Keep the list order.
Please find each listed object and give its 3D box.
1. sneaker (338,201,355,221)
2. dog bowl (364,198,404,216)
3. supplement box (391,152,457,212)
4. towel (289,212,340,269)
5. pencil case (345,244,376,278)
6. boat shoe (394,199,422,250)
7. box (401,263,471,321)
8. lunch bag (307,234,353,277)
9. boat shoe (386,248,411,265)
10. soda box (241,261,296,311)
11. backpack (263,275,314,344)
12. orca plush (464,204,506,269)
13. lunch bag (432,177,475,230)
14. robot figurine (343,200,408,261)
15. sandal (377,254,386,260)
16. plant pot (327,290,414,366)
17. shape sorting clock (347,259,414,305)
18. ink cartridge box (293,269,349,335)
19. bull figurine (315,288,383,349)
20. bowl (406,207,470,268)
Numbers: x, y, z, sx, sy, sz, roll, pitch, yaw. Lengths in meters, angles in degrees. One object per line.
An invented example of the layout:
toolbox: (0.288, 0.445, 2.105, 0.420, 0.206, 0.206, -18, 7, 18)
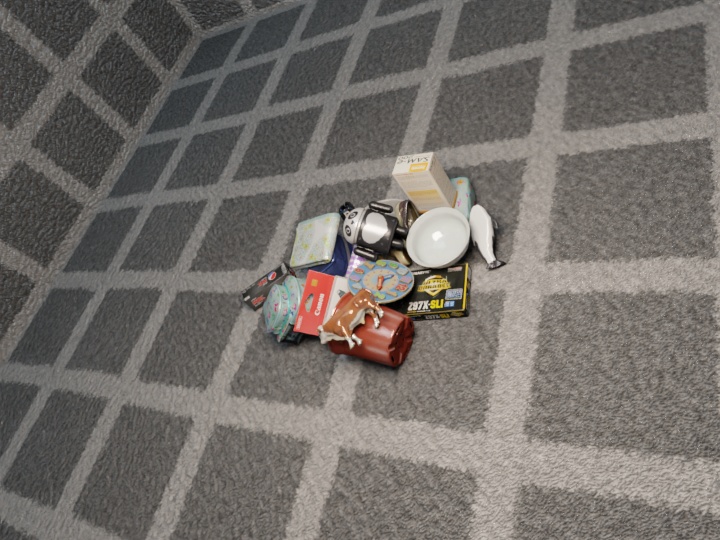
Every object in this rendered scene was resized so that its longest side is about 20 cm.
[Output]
sneaker: (-0.028, -0.165, 1.884, 0.073, 0.112, 0.200, -34, 46, 8)
dog bowl: (0.091, -0.180, 1.800, 0.200, 0.059, 0.200, -10, 31, 6)
supplement box: (0.202, -0.268, 1.644, 0.126, 0.200, 0.074, 1, 59, 35)
towel: (-0.152, -0.095, 1.779, 0.200, 0.048, 0.172, -12, 63, 44)
pencil case: (0.000, 0.000, 1.725, 0.085, 0.084, 0.200, 8, 80, 30)
boat shoe: (0.169, -0.130, 1.694, 0.072, 0.200, 0.065, -18, 0, -22)
box: (0.228, 0.067, 1.597, 0.200, 0.049, 0.160, -7, 57, 28)
lunch bag: (-0.098, -0.040, 1.827, 0.136, 0.132, 0.200, -37, 44, 27)
boat shoe: (0.107, -0.069, 1.761, 0.065, 0.072, 0.200, -40, 40, 9)
soda box: (-0.332, 0.058, 1.942, 0.200, 0.071, 0.063, -34, 45, 6)
backpack: (-0.225, 0.117, 1.731, 0.200, 0.150, 0.178, -53, 37, 29)
orca plush: (0.387, -0.101, 1.603, 0.105, 0.071, 0.200, -38, 65, 27)
lunch bag: (0.291, -0.205, 1.735, 0.160, 0.077, 0.200, -13, 52, 26)
robot figurine: (0.045, -0.122, 1.650, 0.200, 0.125, 0.150, 18, 44, 6)
sandal: (0.082, 0.017, 1.699, 0.054, 0.080, 0.200, -23, 39, -13)
plant pot: (0.038, 0.180, 1.548, 0.195, 0.201, 0.201, 16, 68, 30)
shape sorting clock: (0.059, 0.028, 1.580, 0.199, 0.039, 0.200, 0, 40, 0)
ink cartridge box: (-0.096, 0.115, 1.639, 0.045, 0.176, 0.200, -152, 76, -73)
bull figurine: (-0.028, 0.142, 1.452, 0.121, 0.065, 0.200, 43, 92, 21)
bowl: (0.248, -0.085, 1.616, 0.201, 0.090, 0.202, -14, 60, 26)
